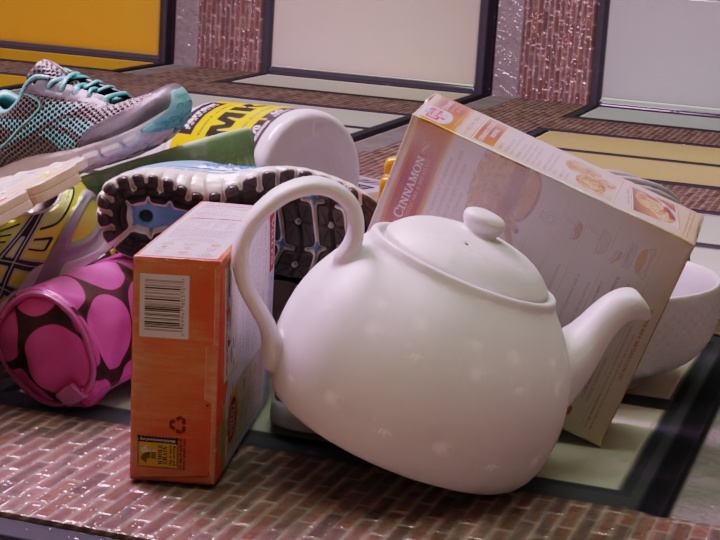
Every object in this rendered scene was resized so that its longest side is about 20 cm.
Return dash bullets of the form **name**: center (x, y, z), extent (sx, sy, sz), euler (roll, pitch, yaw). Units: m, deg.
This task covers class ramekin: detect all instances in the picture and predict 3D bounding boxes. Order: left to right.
- **ramekin**: center (-0.167, -0.039, 1.400), extent (0.198, 0.099, 0.200), euler (-17, 4, 1)

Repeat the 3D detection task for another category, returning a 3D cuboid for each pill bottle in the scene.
- **pill bottle**: center (-0.103, -0.091, 1.548), extent (0.113, 0.116, 0.199), euler (-6, 11, -40)

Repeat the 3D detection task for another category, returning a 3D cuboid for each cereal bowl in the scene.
- **cereal bowl**: center (0.170, 0.038, 1.309), extent (0.197, 0.084, 0.200), euler (4, 11, -1)

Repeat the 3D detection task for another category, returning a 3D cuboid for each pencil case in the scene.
- **pencil case**: center (-0.166, 0.037, 1.211), extent (0.090, 0.095, 0.200), euler (-19, 3, 28)

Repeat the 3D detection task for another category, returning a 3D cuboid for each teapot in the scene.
- **teapot**: center (0.044, 0.031, 1.047), extent (0.196, 0.147, 0.199), euler (27, 14, 25)

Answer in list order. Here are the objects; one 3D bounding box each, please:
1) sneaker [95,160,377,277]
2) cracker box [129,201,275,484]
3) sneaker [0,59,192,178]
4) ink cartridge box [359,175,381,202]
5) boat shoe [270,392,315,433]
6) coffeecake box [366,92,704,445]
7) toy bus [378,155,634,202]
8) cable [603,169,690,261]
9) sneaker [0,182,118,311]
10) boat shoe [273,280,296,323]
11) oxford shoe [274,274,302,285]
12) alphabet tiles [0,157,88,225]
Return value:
- **sneaker**: center (-0.081, -0.051, 1.228), extent (0.197, 0.079, 0.090), euler (7, 21, 0)
- **cracker box**: center (-0.096, 0.039, 1.097), extent (0.057, 0.136, 0.200), euler (4, 11, 6)
- **sneaker**: center (-0.217, -0.118, 1.314), extent (0.198, 0.092, 0.077), euler (-15, 6, 29)
- **ink cartridge box**: center (-0.048, -0.051, 1.687), extent (0.199, 0.076, 0.164), euler (14, 14, 38)
- **boat shoe**: center (-0.007, 0.064, 1.193), extent (0.068, 0.057, 0.200), euler (8, 12, 20)
- **coffeecake box**: center (0.103, -0.002, 1.158), extent (0.198, 0.155, 0.073), euler (25, 22, 7)
- **toy bus**: center (0.107, -0.045, 1.329), extent (0.198, 0.066, 0.078), euler (8, 14, 19)
- **cable**: center (0.183, -0.026, 1.488), extent (0.198, 0.070, 0.200), euler (-3, -17, 14)
- **sneaker**: center (-0.267, -0.001, 1.247), extent (0.199, 0.077, 0.075), euler (-36, 17, -32)
- **boat shoe**: center (-0.047, 0.022, 1.347), extent (0.197, 0.074, 0.063), euler (-3, 13, -6)
- **oxford shoe**: center (0.000, 0.000, 1.265), extent (0.198, 0.071, 0.074), euler (13, 60, 29)
- **alphabet tiles**: center (-0.285, -0.036, 1.191), extent (0.198, 0.015, 0.195), euler (-10, 17, 39)
